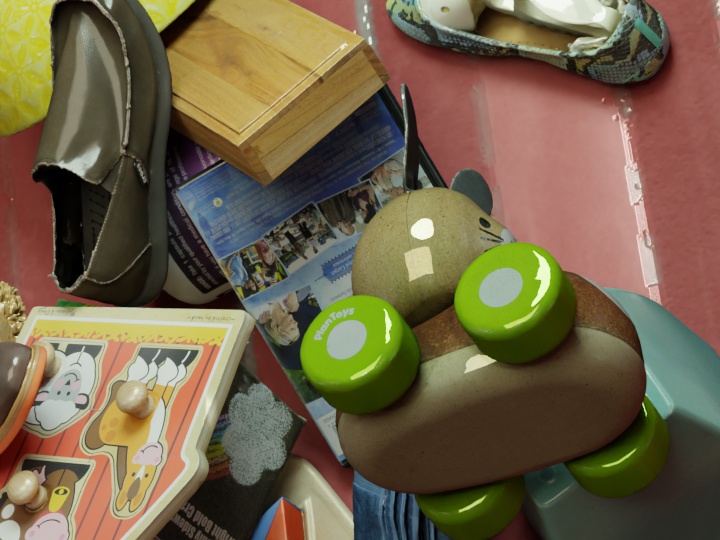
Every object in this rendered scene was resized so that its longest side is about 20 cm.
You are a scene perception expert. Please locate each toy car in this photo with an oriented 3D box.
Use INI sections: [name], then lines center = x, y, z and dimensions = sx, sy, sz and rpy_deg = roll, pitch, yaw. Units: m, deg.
[toy car]
center = 0.058, 0.006, 1.472
dimensions = 0.158, 0.164, 0.200
rpy_deg = -19, 51, 17

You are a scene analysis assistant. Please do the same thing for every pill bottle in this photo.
[pill bottle]
center = -0.076, -0.053, 1.804
dimensions = 0.200, 0.112, 0.113
rpy_deg = -27, 61, 12

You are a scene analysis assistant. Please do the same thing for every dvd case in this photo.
[dvd case]
center = 0.000, 0.000, 1.738
dimensions = 0.143, 0.018, 0.200
rpy_deg = -30, 97, 8

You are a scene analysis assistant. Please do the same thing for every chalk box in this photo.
[chalk box]
center = -0.148, 0.137, 1.726
dimensions = 0.124, 0.125, 0.200
rpy_deg = 9, 64, 43

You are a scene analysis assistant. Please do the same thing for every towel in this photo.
[towel]
center = 0.022, 0.120, 1.613
dimensions = 0.048, 0.112, 0.200
rpy_deg = -4, 96, -12

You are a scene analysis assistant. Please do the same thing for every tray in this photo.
[tray]
center = -0.071, -0.120, 1.749
dimensions = 0.099, 0.037, 0.200
rpy_deg = -41, 30, -10

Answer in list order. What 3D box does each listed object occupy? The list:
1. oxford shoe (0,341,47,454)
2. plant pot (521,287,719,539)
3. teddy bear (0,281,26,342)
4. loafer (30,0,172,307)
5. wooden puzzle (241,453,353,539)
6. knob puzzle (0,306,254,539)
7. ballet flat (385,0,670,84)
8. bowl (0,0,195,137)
[oxford shoe]
center = -0.252, 0.077, 1.686
dimensions = 0.200, 0.073, 0.071
rpy_deg = -24, 45, 48
[plant pot]
center = 0.144, 0.101, 1.593
dimensions = 0.141, 0.200, 0.141
rpy_deg = -38, 60, 6
[teddy bear]
center = -0.252, 0.080, 1.824
dimensions = 0.200, 0.067, 0.145
rpy_deg = -5, 84, -8
[loafer]
center = -0.156, -0.074, 1.722
dimensions = 0.073, 0.071, 0.200
rpy_deg = -2, 96, 40
[wooden puzzle]
center = -0.055, 0.231, 1.720
dimensions = 0.185, 0.046, 0.200
rpy_deg = -43, 59, 3
[knob puzzle]
center = -0.167, 0.105, 1.652
dimensions = 0.219, 0.030, 0.220
rpy_deg = -22, 47, 25
[ballet flat]
center = 0.096, -0.168, 1.800
dimensions = 0.200, 0.074, 0.074
rpy_deg = 13, 75, 28
[bowl]
center = -0.186, -0.188, 1.849
dimensions = 0.200, 0.200, 0.108
rpy_deg = -36, 104, 7
